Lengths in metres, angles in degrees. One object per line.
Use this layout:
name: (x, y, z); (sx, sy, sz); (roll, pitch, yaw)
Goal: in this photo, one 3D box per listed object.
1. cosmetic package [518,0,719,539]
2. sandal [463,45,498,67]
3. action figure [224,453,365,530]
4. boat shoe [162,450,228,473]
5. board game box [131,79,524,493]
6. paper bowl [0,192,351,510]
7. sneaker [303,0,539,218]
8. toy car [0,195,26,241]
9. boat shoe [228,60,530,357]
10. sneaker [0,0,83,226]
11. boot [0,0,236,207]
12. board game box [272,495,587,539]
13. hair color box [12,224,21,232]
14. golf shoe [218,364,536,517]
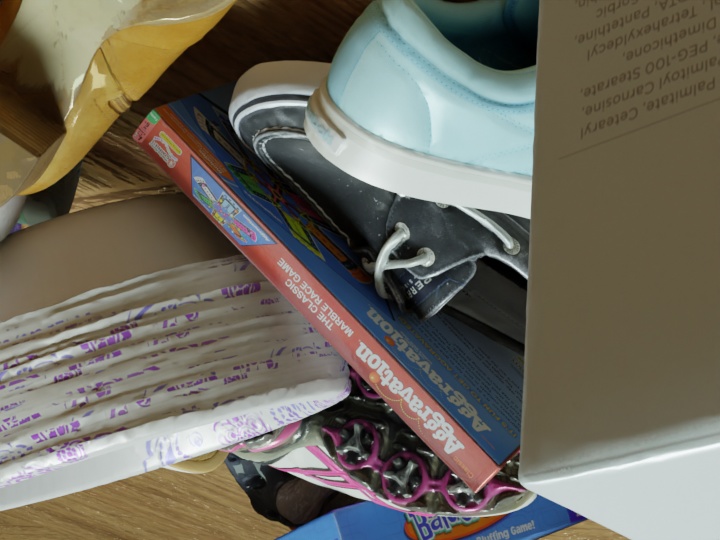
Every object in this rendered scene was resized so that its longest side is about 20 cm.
cosmetic package: (0.161, -0.020, 0.599); (0.165, 0.202, 0.167); (-17, 147, 39)
sandal: (0.039, -0.050, 0.878); (0.080, 0.055, 0.200); (7, 161, 14)
action figure: (-0.064, 0.075, 1.180); (0.194, 0.104, 0.200); (50, -177, -22)
boat shoe: (-0.152, 0.040, 1.041); (0.199, 0.071, 0.069); (35, 152, -22)
board game box: (0.000, 0.000, 0.856); (0.200, 0.019, 0.103); (46, -155, 7)
paper bowl: (-0.111, 0.034, 0.893); (0.199, 0.105, 0.201); (-17, 174, -2)
sneaker: (0.080, -0.066, 0.776); (0.198, 0.074, 0.082); (2, 131, -34)
toy car: (-0.246, -0.055, 0.828); (0.199, 0.150, 0.176); (-8, 120, 51)
boat shoe: (0.031, -0.014, 0.829); (0.199, 0.068, 0.072); (30, 148, -14)
sneaker: (-0.195, -0.074, 0.940); (0.117, 0.074, 0.201); (14, 162, 0)
boot: (-0.081, -0.110, 0.734); (0.071, 0.201, 0.144); (39, -163, -9)
board game box: (0.013, 0.152, 1.111); (0.151, 0.045, 0.200); (-13, 168, -30)
hair color box: (-0.244, -0.030, 1.131); (0.108, 0.065, 0.200); (15, 161, -7)
golf shoe: (0.010, 0.076, 0.993); (0.199, 0.073, 0.092); (14, 170, 34)
